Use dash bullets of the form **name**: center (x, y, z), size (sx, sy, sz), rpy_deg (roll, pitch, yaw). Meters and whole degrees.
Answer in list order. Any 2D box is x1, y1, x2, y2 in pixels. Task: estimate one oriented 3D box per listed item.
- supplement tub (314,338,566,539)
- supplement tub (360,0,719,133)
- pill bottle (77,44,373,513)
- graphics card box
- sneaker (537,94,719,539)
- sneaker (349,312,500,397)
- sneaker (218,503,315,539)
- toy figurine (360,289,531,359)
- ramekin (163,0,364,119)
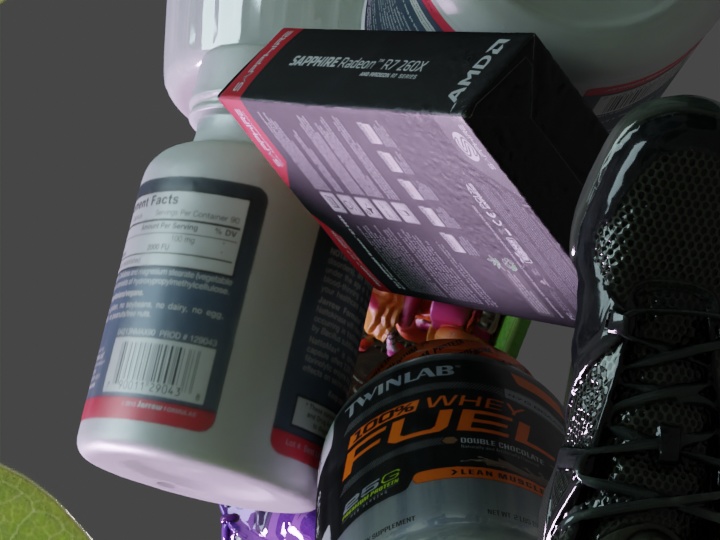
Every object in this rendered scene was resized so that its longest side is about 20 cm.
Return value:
- **supplement tub**: center (0.041, 0.115, 1.075), size (0.200, 0.122, 0.123), rpy_deg (-91, 13, -66)
- **supplement tub**: center (0.076, -0.117, 1.088), size (0.200, 0.140, 0.141), rpy_deg (117, 163, -71)
- **pill bottle**: center (-0.053, 0.004, 1.179), size (0.120, 0.119, 0.201), rpy_deg (121, 163, -76)
- **graphics card box**: center (0.036, -0.040, 1.037), size (0.051, 0.126, 0.200), rpy_deg (-47, 25, -17)
- **sneaker**: center (0.102, 0.048, 0.827), size (0.114, 0.076, 0.200), rpy_deg (-94, 12, -64)
- **sneaker**: center (0.018, 0.090, 1.427), size (0.200, 0.067, 0.090), rpy_deg (-42, -39, -50)
- **sneaker**: center (-0.026, 0.129, 1.249), size (0.083, 0.081, 0.200), rpy_deg (-38, 30, -2)
- **toy figurine**: center (0.000, 0.000, 1.314), size (0.200, 0.184, 0.151), rpy_deg (96, -164, -78)
- **ramekin**: center (-0.007, -0.123, 1.279), size (0.200, 0.200, 0.098), rpy_deg (118, 160, -74)
